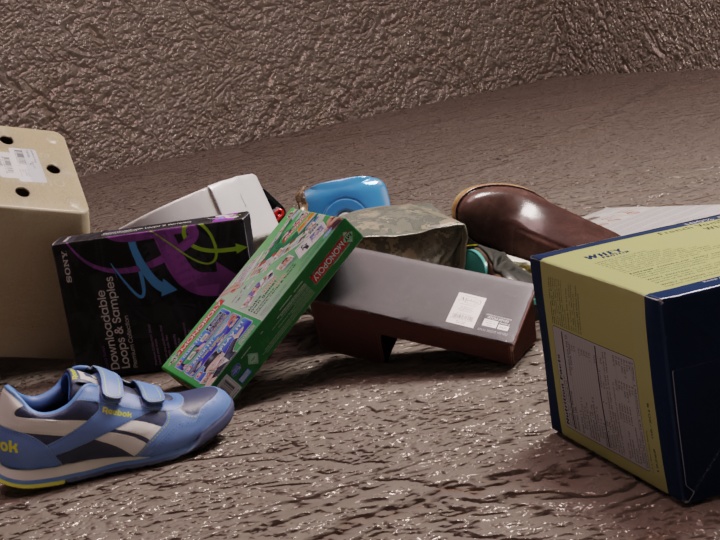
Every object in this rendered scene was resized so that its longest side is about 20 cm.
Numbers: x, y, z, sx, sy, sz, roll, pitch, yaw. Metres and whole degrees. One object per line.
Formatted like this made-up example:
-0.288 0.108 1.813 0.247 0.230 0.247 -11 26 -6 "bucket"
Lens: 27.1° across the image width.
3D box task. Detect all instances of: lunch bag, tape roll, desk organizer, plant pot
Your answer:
0.000 0.000 1.531 0.198 0.119 0.164 -6 11 -9 "lunch bag"
-0.186 -0.029 1.589 0.201 0.071 0.202 -25 -3 -1 "tape roll"
0.057 0.044 1.357 0.198 0.077 0.072 12 52 20 "desk organizer"
-0.385 -0.043 1.565 0.198 0.178 0.200 3 41 -30 "plant pot"

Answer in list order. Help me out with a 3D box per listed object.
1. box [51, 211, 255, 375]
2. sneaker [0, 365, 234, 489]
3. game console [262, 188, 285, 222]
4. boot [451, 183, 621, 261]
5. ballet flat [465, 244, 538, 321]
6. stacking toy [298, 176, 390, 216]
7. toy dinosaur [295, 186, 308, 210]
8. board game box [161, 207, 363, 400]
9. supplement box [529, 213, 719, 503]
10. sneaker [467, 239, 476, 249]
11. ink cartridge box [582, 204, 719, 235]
-0.196 0.027 1.478 0.198 0.144 0.036 -8 12 10 "box"
-0.196 0.114 1.191 0.198 0.083 0.074 -11 10 -23 "sneaker"
-0.165 -0.023 1.786 0.177 0.031 0.200 -41 14 -2 "game console"
0.203 -0.030 1.497 0.198 0.073 0.166 17 6 -19 "boot"
0.145 0.020 1.463 0.068 0.069 0.200 2 12 -6 "ballet flat"
-0.008 -0.062 1.953 0.115 0.111 0.200 -10 0 6 "stacking toy"
-0.040 -0.003 1.702 0.086 0.135 0.201 -49 17 28 "toy dinosaur"
-0.092 0.031 1.370 0.200 0.029 0.134 -51 21 -10 "board game box"
0.251 0.048 1.032 0.198 0.136 0.200 -12 12 -16 "supplement box"
0.147 -0.033 1.668 0.074 0.085 0.200 -12 11 -16 "sneaker"
0.309 -0.036 1.671 0.160 0.051 0.199 -18 11 -40 "ink cartridge box"
